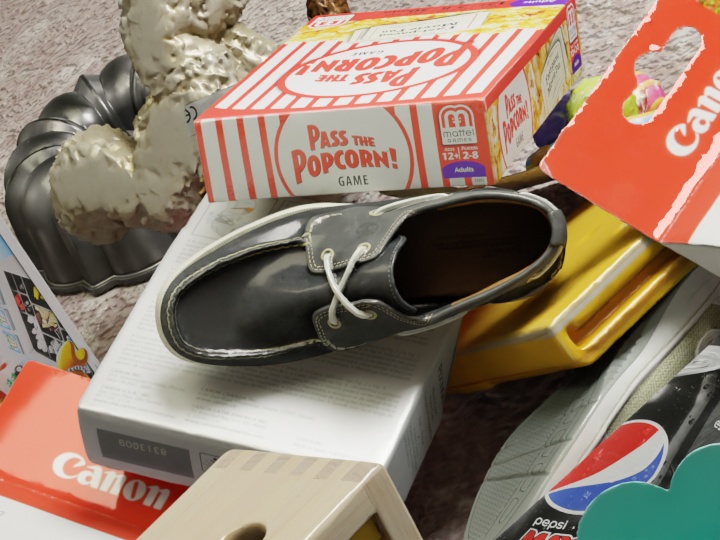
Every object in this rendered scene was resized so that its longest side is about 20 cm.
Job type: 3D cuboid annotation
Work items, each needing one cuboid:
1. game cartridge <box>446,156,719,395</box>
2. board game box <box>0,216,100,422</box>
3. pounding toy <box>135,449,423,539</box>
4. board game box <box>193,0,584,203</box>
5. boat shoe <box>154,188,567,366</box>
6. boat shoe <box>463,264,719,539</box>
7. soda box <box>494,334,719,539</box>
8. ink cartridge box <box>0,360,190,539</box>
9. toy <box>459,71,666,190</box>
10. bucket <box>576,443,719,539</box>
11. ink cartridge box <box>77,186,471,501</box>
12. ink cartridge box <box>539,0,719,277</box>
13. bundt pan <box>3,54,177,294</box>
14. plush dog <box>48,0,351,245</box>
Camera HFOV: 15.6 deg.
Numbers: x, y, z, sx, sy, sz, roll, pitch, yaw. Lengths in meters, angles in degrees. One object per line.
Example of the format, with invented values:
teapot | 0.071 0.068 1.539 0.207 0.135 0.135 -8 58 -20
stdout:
game cartridge | 0.124 -0.006 1.321 0.176 0.032 0.200 -42 5 -18
board game box | -0.210 0.049 1.353 0.126 0.200 0.035 -43 30 -21
pounding toy | -0.032 0.210 1.083 0.142 0.184 0.200 0 35 47
board game box | 0.020 -0.090 1.354 0.151 0.046 0.200 -3 19 18
boat shoe | 0.000 0.000 1.240 0.200 0.072 0.068 -12 1 -3
boat shoe | 0.122 0.076 1.238 0.202 0.065 0.074 -50 12 -31
soda box | 0.131 0.114 1.165 0.200 0.071 0.063 -40 31 -17
ink cartridge box | -0.152 0.136 1.267 0.162 0.057 0.200 16 67 24
toy | 0.147 -0.085 1.422 0.200 0.047 0.115 -13 -4 24
bucket | 0.151 0.176 0.989 0.207 0.135 0.207 -22 31 14
ink cartridge box | -0.028 0.029 1.311 0.160 0.047 0.200 11 46 19
ink cartridge box | 0.209 -0.065 1.218 0.200 0.050 0.162 32 67 11
bundt pan | -0.146 -0.078 1.701 0.202 0.076 0.202 -22 31 14
plush dog | -0.058 -0.078 1.516 0.160 0.200 0.172 40 31 27
